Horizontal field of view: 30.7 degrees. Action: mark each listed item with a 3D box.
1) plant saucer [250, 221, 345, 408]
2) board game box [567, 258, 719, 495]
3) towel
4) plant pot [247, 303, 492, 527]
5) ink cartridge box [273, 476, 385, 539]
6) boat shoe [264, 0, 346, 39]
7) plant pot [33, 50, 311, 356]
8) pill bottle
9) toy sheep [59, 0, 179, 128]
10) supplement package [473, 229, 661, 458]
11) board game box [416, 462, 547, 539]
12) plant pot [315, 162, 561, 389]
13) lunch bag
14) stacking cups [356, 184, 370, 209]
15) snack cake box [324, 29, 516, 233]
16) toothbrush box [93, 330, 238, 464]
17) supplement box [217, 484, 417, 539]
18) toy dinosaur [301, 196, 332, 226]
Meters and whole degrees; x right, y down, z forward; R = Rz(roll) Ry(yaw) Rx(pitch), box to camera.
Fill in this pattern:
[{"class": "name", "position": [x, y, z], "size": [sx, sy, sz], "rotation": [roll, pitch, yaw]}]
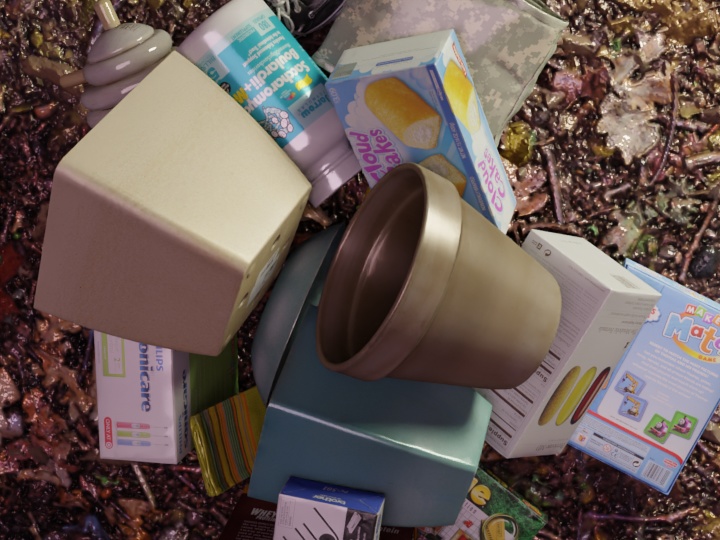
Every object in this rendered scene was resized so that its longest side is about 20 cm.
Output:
[{"class": "plant saucer", "position": [-0.070, 0.038, 1.307], "size": [0.039, 0.201, 0.201], "rotation": [23, 104, 3]}, {"class": "board game box", "position": [0.297, 0.110, 1.358], "size": [0.151, 0.037, 0.200], "rotation": [27, 105, 5]}, {"class": "towel", "position": [-0.092, 0.157, 1.362], "size": [0.018, 0.200, 0.086], "rotation": [-3, 104, 43]}, {"class": "plant pot", "position": [0.015, 0.155, 1.258], "size": [0.200, 0.141, 0.141], "rotation": [18, 132, 2]}, {"class": "ink cartridge box", "position": [-0.038, 0.299, 1.219], "size": [0.094, 0.044, 0.200], "rotation": [10, 106, 9]}, {"class": "boat shoe", "position": [-0.083, -0.266, 1.331], "size": [0.199, 0.068, 0.074], "rotation": [-26, 96, 14]}, {"class": "plant pot", "position": [-0.161, -0.042, 1.207], "size": [0.177, 0.200, 0.200], "rotation": [29, 137, 6]}, {"class": "pill bottle", "position": [-0.080, -0.159, 1.265], "size": [0.111, 0.111, 0.200], "rotation": [-40, 93, 15]}, {"class": "toy sheep", "position": [-0.227, -0.182, 1.344], "size": [0.138, 0.138, 0.200], "rotation": [-20, 115, 13]}, {"class": "supplement package", "position": [0.186, 0.075, 1.310], "size": [0.110, 0.114, 0.200], "rotation": [40, 111, 33]}, {"class": "board game box", "position": [0.094, 0.245, 1.428], "size": [0.200, 0.023, 0.105], "rotation": [38, 103, 0]}, {"class": "plant pot", "position": [0.079, 0.027, 1.195], "size": [0.173, 0.200, 0.200], "rotation": [24, 106, -20]}, {"class": "lunch bag", "position": [0.084, -0.223, 1.286], "size": [0.200, 0.118, 0.164], "rotation": [35, 107, 6]}, {"class": "stacking cups", "position": [0.000, 0.000, 1.346], "size": [0.060, 0.061, 0.200], "rotation": [22, 87, 5]}, {"class": "snack cake box", "position": [0.060, -0.117, 1.235], "size": [0.115, 0.067, 0.200], "rotation": [-7, 126, 27]}, {"class": "toothbrush box", "position": [-0.195, 0.097, 1.355], "size": [0.086, 0.200, 0.146], "rotation": [2, 102, 11]}, {"class": "supplement box", "position": [-0.054, 0.343, 1.371], "size": [0.197, 0.200, 0.133], "rotation": [7, 114, 9]}, {"class": "toy dinosaur", "position": [-0.102, -0.070, 1.357], "size": [0.200, 0.101, 0.058], "rotation": [-1, 92, 33]}]
